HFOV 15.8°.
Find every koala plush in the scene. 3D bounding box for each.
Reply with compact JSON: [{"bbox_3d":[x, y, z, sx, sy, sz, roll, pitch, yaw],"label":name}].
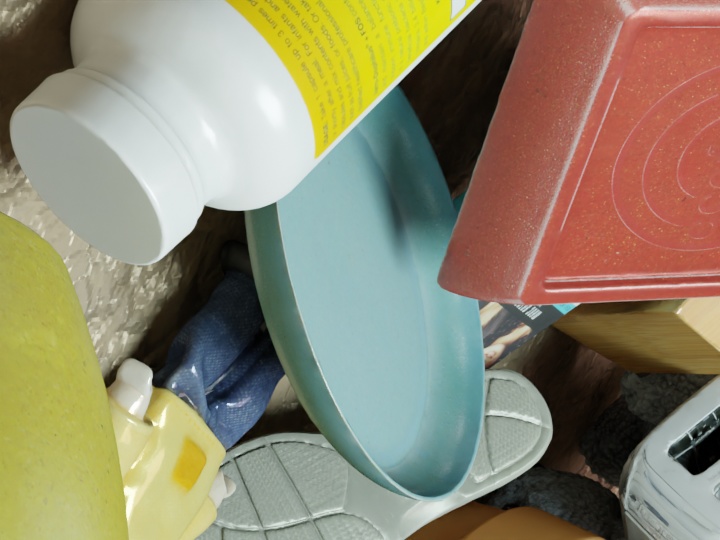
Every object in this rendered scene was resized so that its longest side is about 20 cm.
[{"bbox_3d":[0.138,0.157,1.444,0.200,0.184,0.177,-23,166,-12],"label":"koala plush"}]

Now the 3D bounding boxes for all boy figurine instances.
[{"bbox_3d":[-0.085,0.081,1.071,0.200,0.064,0.124,-55,153,-22],"label":"boy figurine"}]

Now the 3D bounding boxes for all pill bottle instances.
[{"bbox_3d":[-0.034,-0.093,0.946,0.200,0.104,0.104,-46,150,-28],"label":"pill bottle"}]

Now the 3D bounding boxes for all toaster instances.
[{"bbox_3d":[0.220,0.115,1.306,0.200,0.114,0.129,-35,139,-12],"label":"toaster"}]

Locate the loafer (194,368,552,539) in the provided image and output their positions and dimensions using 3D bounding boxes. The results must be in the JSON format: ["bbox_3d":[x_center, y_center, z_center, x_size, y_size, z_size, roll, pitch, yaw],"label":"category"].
[{"bbox_3d":[-0.006,0.104,1.193,0.200,0.072,0.063,-19,167,-23],"label":"loafer"}]

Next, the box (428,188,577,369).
[{"bbox_3d":[0.084,-0.017,1.200,0.200,0.049,0.082,-37,155,9],"label":"box"}]

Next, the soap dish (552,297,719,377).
[{"bbox_3d":[0.189,-0.015,1.317,0.157,0.081,0.200,-41,-172,-12],"label":"soap dish"}]

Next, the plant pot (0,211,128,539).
[{"bbox_3d":[-0.157,0.054,0.811,0.200,0.200,0.142,57,40,-61],"label":"plant pot"}]

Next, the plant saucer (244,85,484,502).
[{"bbox_3d":[0.000,0.000,1.075,0.200,0.027,0.200,-15,90,-69],"label":"plant saucer"}]

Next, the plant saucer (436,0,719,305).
[{"bbox_3d":[0.151,-0.056,1.080,0.200,0.037,0.200,-1,134,-22],"label":"plant saucer"}]

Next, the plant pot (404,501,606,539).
[{"bbox_3d":[0.016,0.187,1.265,0.200,0.140,0.200,-42,148,-35],"label":"plant pot"}]
